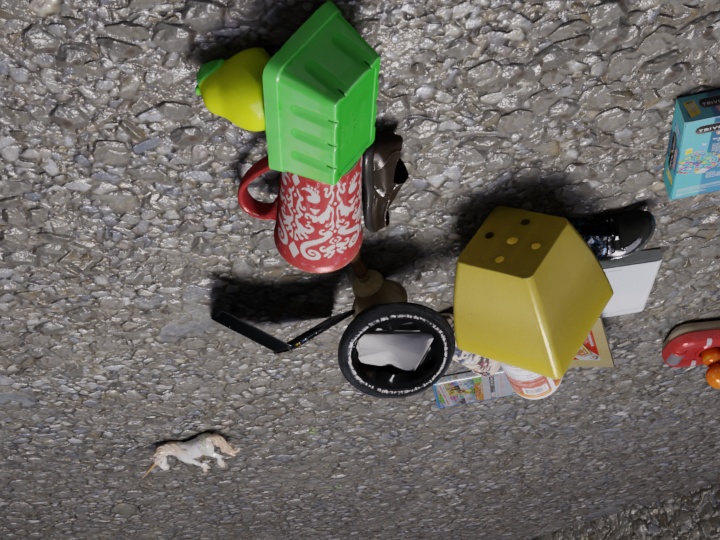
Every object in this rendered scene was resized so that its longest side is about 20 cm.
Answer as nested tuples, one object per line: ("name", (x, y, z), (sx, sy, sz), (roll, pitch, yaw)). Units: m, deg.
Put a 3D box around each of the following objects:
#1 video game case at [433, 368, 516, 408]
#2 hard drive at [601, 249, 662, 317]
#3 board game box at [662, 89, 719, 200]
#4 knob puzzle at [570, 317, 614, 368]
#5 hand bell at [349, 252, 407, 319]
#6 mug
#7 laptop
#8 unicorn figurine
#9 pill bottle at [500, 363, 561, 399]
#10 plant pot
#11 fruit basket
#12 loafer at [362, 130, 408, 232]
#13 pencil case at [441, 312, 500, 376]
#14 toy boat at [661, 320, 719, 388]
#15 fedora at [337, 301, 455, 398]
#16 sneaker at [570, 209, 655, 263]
("video game case", (0.260, 0.254, 2.190), (0.196, 0.018, 0.144), (-11, 151, 4))
("hard drive", (0.478, 0.030, 1.851), (0.129, 0.027, 0.201), (-8, 150, 1))
("board game box", (0.534, -0.190, 1.466), (0.148, 0.048, 0.201), (-11, 150, 5))
("knob puzzle", (0.392, 0.131, 1.974), (0.216, 0.031, 0.221), (12, 147, 7))
("hand bell", (0.000, 0.000, 1.639), (0.102, 0.105, 0.201), (-15, 138, 13))
("mug", (-0.075, -0.101, 1.371), (0.174, 0.135, 0.201), (-12, 150, -12))
("laptop", (-0.137, 0.078, 1.721), (0.198, 0.117, 0.187), (-30, -178, -16))
("unicorn figurine", (-0.381, 0.416, 2.263), (0.199, 0.074, 0.137), (-36, 133, 16))
("pill bottle", (0.315, 0.150, 1.907), (0.110, 0.113, 0.201), (-17, 137, 15))
("plant pot", (0.258, 0.017, 1.566), (0.198, 0.201, 0.178), (15, 143, 37))
("fruit basket", (-0.088, -0.219, 1.205), (0.214, 0.156, 0.217), (32, 153, 18))
("loafer", (0.035, -0.123, 1.425), (0.070, 0.074, 0.201), (-5, 150, -1))
("pencil case", (0.202, 0.148, 1.928), (0.089, 0.078, 0.199), (-43, 139, 16))
("toy boat", (0.737, 0.183, 2.075), (0.196, 0.133, 0.131), (-5, 151, -5))
("fedora", (0.053, 0.113, 1.630), (0.197, 0.092, 0.204), (-7, 121, -11))
("sneaker", (0.388, -0.051, 1.642), (0.198, 0.074, 0.082), (-24, 146, 23))
